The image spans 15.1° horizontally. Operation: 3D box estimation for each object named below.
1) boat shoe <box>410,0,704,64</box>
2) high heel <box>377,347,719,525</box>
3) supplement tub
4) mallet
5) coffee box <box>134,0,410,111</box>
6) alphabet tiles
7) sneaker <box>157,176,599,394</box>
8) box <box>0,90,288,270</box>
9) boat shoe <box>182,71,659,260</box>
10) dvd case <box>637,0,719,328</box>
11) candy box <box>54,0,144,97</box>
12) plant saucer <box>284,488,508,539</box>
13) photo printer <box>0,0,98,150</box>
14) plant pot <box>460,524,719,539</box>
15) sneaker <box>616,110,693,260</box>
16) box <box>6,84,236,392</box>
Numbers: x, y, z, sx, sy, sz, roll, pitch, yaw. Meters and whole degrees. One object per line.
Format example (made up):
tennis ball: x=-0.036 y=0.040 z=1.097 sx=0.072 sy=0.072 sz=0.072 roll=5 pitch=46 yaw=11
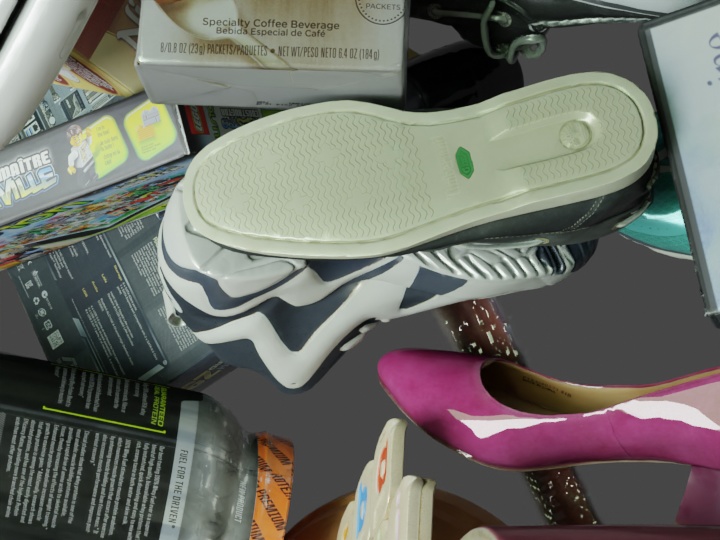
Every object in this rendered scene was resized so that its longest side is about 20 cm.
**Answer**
boat shoe: x=0.063 y=-0.129 z=1.208 sx=0.198 sy=0.074 sz=0.069 roll=10 pitch=122 yaw=12
high heel: x=0.104 y=0.047 z=1.201 sx=0.199 sy=0.067 sz=0.097 roll=19 pitch=114 yaw=15
supplement tub: x=-0.137 y=0.107 z=1.276 sx=0.198 sy=0.123 sz=0.123 roll=12 pitch=102 yaw=-6
mallet: x=-0.017 y=-0.116 z=1.269 sx=0.199 sy=0.066 sz=0.041 roll=32 pitch=132 yaw=29
coffee box: x=-0.032 y=-0.174 z=1.145 sx=0.113 sy=0.080 sz=0.202 roll=1 pitch=80 yaw=2
alphabet tiles: x=0.003 y=0.175 z=1.179 sx=0.200 sy=0.014 sz=0.197 roll=112 pitch=164 yaw=-56
sneaker: x=0.000 y=0.000 z=1.225 sx=0.130 sy=0.198 sz=0.080 roll=122 pitch=135 yaw=-63
box: x=-0.135 y=-0.040 z=1.263 sx=0.199 sy=0.110 sz=0.035 roll=-19 pitch=83 yaw=29
boat shoe: x=0.026 y=-0.032 z=1.134 sx=0.198 sy=0.068 sz=0.072 roll=-7 pitch=68 yaw=4
dvd case: x=0.218 y=-0.071 z=1.085 sx=0.199 sy=0.018 sz=0.144 roll=-19 pitch=61 yaw=15
candy box: x=-0.139 y=-0.150 z=1.282 sx=0.200 sy=0.055 sz=0.116 roll=15 pitch=73 yaw=56
plant saucer: x=0.017 y=0.204 z=1.288 sx=0.199 sy=0.037 sz=0.202 roll=2 pitch=94 yaw=33
photo printer: x=-0.153 y=-0.145 z=1.145 sx=0.167 sy=0.069 sz=0.200 roll=-60 pitch=23 yaw=16
plant pot: x=0.119 y=0.183 z=1.086 sx=0.200 sy=0.178 sz=0.202 roll=-167 pitch=90 yaw=-76
sneaker: x=0.182 y=-0.033 z=1.138 sx=0.199 sy=0.079 sz=0.078 roll=8 pitch=98 yaw=33
box: x=-0.110 y=-0.041 z=1.343 sx=0.157 sy=0.051 sz=0.201 roll=-35 pitch=75 yaw=28
